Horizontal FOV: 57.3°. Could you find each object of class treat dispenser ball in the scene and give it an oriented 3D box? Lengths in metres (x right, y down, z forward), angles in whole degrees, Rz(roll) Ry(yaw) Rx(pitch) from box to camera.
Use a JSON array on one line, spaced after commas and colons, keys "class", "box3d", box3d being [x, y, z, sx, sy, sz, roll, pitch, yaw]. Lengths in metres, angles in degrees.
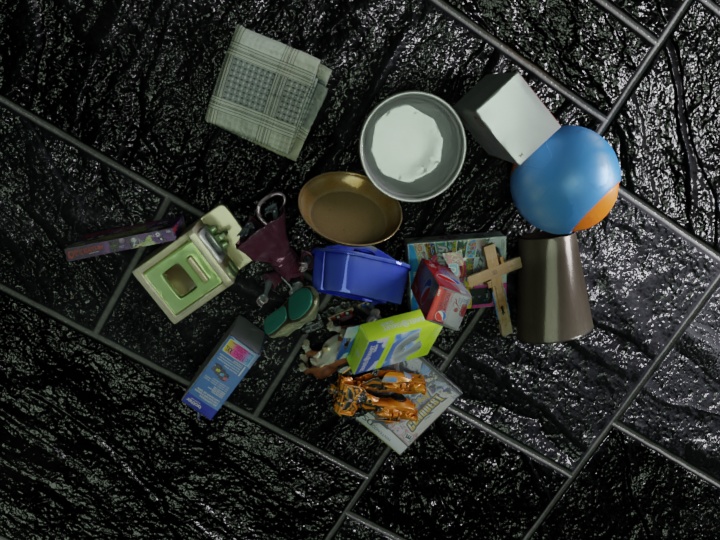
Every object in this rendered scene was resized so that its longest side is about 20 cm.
[{"class": "treat dispenser ball", "box3d": [0.381, -0.169, 1.235, 0.199, 0.201, 0.203, -1, 105, -4]}]

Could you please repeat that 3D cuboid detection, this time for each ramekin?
[{"class": "ramekin", "box3d": [0.092, -0.236, 1.244, 0.198, 0.105, 0.202, -1, 105, -5]}]

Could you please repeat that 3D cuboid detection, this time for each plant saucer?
[{"class": "plant saucer", "box3d": [-0.021, -0.109, 1.244, 0.198, 0.201, 0.036, 9, 137, -7]}]

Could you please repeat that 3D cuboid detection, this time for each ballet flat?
[{"class": "ballet flat", "box3d": [-0.120, 0.081, 1.288, 0.062, 0.200, 0.068, 10, 64, -34]}]

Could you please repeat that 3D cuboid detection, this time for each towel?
[{"class": "towel", "box3d": [-0.171, -0.329, 1.235, 0.199, 0.035, 0.194, 21, 102, -10]}]

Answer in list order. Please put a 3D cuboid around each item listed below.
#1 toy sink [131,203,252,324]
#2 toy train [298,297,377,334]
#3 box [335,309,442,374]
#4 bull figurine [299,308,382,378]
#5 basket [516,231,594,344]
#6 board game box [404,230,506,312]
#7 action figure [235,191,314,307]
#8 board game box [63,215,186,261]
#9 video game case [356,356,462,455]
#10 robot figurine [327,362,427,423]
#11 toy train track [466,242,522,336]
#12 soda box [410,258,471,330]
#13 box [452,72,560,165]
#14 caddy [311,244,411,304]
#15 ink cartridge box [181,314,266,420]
[{"class": "toy sink", "box3d": [-0.311, -0.015, 1.267, 0.199, 0.112, 0.131, -33, 105, 5]}, {"class": "toy train", "box3d": [-0.038, 0.083, 1.356, 0.199, 0.034, 0.046, -24, 109, 2]}, {"class": "box", "box3d": [0.058, 0.139, 1.296, 0.199, 0.048, 0.122, -12, 145, -25]}, {"class": "bull figurine", "box3d": [-0.039, 0.150, 1.340, 0.200, 0.065, 0.121, -43, 143, 14]}, {"class": "basket", "box3d": [0.383, 0.026, 1.324, 0.179, 0.136, 0.202, -14, 101, -34]}, {"class": "board game box", "box3d": [0.192, 0.003, 1.338, 0.198, 0.064, 0.149, -5, 105, -2]}, {"class": "action figure", "box3d": [-0.162, -0.026, 1.297, 0.133, 0.149, 0.201, -23, 126, 14]}, {"class": "board game box", "box3d": [-0.438, -0.062, 1.241, 0.198, 0.120, 0.033, -12, 103, -2]}, {"class": "video game case", "box3d": [0.089, 0.275, 1.421, 0.181, 0.026, 0.200, 42, 98, -13]}, {"class": "robot figurine", "box3d": [0.030, 0.256, 1.357, 0.198, 0.058, 0.146, 6, 113, -15]}, {"class": "toy train track", "box3d": [0.268, 0.036, 1.308, 0.114, 0.033, 0.201, -20, 112, -7]}, {"class": "soda box", "box3d": [0.143, 0.039, 1.207, 0.063, 0.200, 0.070, 18, 102, -8]}, {"class": "box", "box3d": [0.257, -0.278, 1.196, 0.097, 0.200, 0.124, -42, 105, 7]}, {"class": "caddy", "box3d": [0.000, 0.000, 1.257, 0.199, 0.141, 0.106, 12, 83, -24]}, {"class": "ink cartridge box", "box3d": [-0.279, 0.202, 1.315, 0.076, 0.137, 0.200, 38, 99, -10]}]
